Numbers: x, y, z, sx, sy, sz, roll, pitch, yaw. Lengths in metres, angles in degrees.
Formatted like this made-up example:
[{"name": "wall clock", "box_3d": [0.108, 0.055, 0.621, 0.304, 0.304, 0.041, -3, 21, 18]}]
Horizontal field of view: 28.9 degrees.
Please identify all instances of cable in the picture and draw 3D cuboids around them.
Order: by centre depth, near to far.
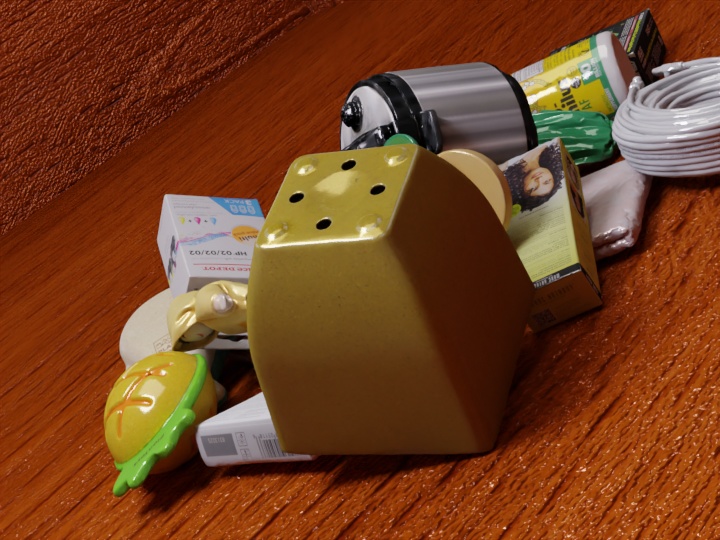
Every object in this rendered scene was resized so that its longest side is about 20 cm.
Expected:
[{"name": "cable", "box_3d": [0.352, -0.155, 1.405, 0.198, 0.070, 0.200, -5, 25, 34]}]

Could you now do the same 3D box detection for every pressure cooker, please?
[{"name": "pressure cooker", "box_3d": [0.063, -0.123, 1.456, 0.198, 0.177, 0.179, -9, 40, -25]}]

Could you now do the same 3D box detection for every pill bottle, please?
[{"name": "pill bottle", "box_3d": [0.232, -0.198, 1.690, 0.198, 0.113, 0.113, -22, 18, 22]}]

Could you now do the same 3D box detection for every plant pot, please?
[{"name": "plant pot", "box_3d": [0.013, 0.011, 1.145, 0.193, 0.201, 0.195, -3, 42, 24]}]

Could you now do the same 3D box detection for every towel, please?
[{"name": "towel", "box_3d": [0.204, -0.041, 1.419, 0.190, 0.032, 0.200, -23, 17, 25]}]

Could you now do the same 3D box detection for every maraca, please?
[{"name": "maraca", "box_3d": [-0.200, 0.150, 1.391, 0.137, 0.107, 0.200, -49, 15, 13]}]

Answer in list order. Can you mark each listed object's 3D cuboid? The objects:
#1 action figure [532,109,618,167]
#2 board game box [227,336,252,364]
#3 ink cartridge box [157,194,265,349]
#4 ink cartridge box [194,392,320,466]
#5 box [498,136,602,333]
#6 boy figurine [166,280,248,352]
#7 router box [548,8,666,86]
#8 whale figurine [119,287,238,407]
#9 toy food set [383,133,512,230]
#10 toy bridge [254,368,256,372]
[{"name": "action figure", "box_3d": [0.218, -0.143, 1.609, 0.198, 0.055, 0.119, -7, 60, 14]}, {"name": "board game box", "box_3d": [-0.077, 0.073, 1.574, 0.103, 0.020, 0.199, -37, 18, -22]}, {"name": "ink cartridge box", "box_3d": [-0.152, 0.000, 1.555, 0.114, 0.068, 0.201, 1, 36, -21]}, {"name": "ink cartridge box", "box_3d": [-0.037, 0.129, 1.336, 0.199, 0.051, 0.161, -20, 5, -43]}, {"name": "box", "box_3d": [0.174, -0.037, 1.312, 0.075, 0.050, 0.201, -26, 37, 20]}, {"name": "boy figurine", "box_3d": [-0.119, 0.043, 1.412, 0.198, 0.065, 0.124, -8, -13, 25]}, {"name": "router box", "box_3d": [0.312, -0.260, 1.825, 0.149, 0.063, 0.200, -22, 18, 26]}, {"name": "whale figurine", "box_3d": [-0.193, 0.108, 1.569, 0.158, 0.104, 0.201, -32, 40, 2]}, {"name": "toy food set", "box_3d": [0.059, -0.028, 1.335, 0.197, 0.202, 0.048, 17, 29, 39]}, {"name": "toy bridge", "box_3d": [-0.054, 0.064, 1.471, 0.067, 0.027, 0.200, -17, 17, 18]}]
